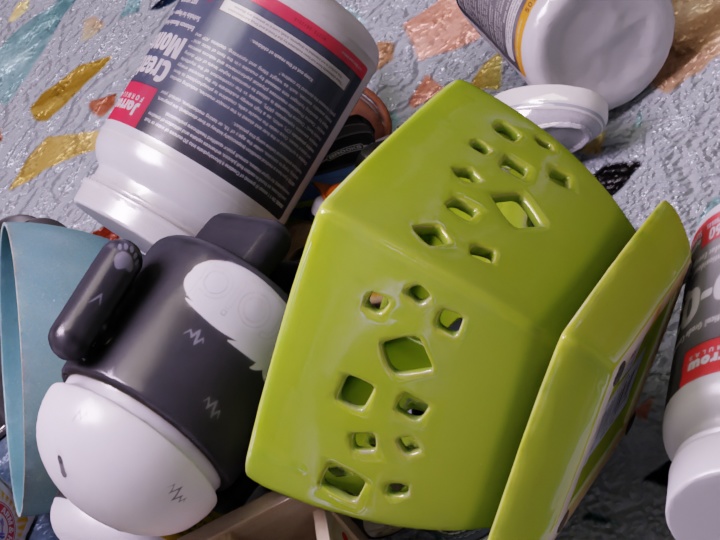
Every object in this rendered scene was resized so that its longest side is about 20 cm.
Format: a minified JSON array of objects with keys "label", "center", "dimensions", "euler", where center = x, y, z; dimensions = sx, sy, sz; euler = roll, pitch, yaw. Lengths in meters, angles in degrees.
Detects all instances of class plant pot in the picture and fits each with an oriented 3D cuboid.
[{"label":"plant pot","center":[0.070,0.039,1.374],"dimensions":[0.180,0.200,0.200],"euler":[25,35,13]},{"label":"plant pot","center":[-0.175,0.065,1.653],"dimensions":[0.134,0.201,0.201],"euler":[-2,36,-12]}]

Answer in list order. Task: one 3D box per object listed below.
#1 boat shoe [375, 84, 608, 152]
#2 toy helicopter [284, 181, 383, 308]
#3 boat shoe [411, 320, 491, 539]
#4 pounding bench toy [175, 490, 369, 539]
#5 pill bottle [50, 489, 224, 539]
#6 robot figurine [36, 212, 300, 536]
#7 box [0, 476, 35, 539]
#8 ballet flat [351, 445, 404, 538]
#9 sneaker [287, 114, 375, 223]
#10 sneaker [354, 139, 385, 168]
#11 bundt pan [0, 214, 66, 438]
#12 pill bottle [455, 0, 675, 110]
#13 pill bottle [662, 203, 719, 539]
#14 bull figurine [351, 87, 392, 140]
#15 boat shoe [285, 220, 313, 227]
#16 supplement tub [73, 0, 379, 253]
[{"label":"boat shoe","center":[0.081,-0.072,1.664],"dimensions":[0.199,0.072,0.069],"euler":[-13,58,26]},{"label":"toy helicopter","center":[0.000,0.000,1.577],"dimensions":[0.199,0.078,0.133],"euler":[-5,78,49]},{"label":"boat shoe","center":[0.067,0.085,1.507],"dimensions":[0.072,0.062,0.201],"euler":[-21,39,24]},{"label":"pounding bench toy","center":[-0.074,0.250,1.396],"dimensions":[0.199,0.124,0.157],"euler":[-27,38,14]},{"label":"pill bottle","center":[-0.128,0.131,1.522],"dimensions":[0.112,0.112,0.201],"euler":[10,71,45]},{"label":"robot figurine","center":[-0.105,0.060,1.416],"dimensions":[0.201,0.150,0.125],"euler":[-55,-3,-20]},{"label":"box","center":[-0.326,0.222,1.655],"dimensions":[0.112,0.102,0.201],"euler":[-8,46,34]},{"label":"ballet flat","center":[-0.028,0.121,1.552],"dimensions":[0.066,0.057,0.200],"euler":[-46,37,-14]},{"label":"sneaker","center":[-0.072,-0.074,1.718],"dimensions":[0.198,0.071,0.083],"euler":[-4,63,29]},{"label":"sneaker","center":[0.085,-0.026,1.606],"dimensions":[0.199,0.080,0.075],"euler":[22,29,27]},{"label":"bundt pan","center":[-0.287,0.035,1.847],"dimensions":[0.201,0.076,0.203],"euler":[-23,38,19]},{"label":"pill bottle","center":[0.133,-0.203,1.715],"dimensions":[0.116,0.117,0.200],"euler":[-37,37,1]},{"label":"pill bottle","center":[0.231,0.062,1.351],"dimensions":[0.113,0.114,0.201],"euler":[-13,43,30]},{"label":"bull figurine","center":[-0.077,-0.094,1.797],"dimensions":[0.199,0.065,0.122],"euler":[-26,82,3]},{"label":"boat shoe","center":[-0.094,0.014,1.715],"dimensions":[0.199,0.072,0.065],"euler":[-15,75,31]},{"label":"supplement tub","center":[-0.090,-0.100,1.611],"dimensions":[0.140,0.140,0.201],"euler":[23,80,50]}]
